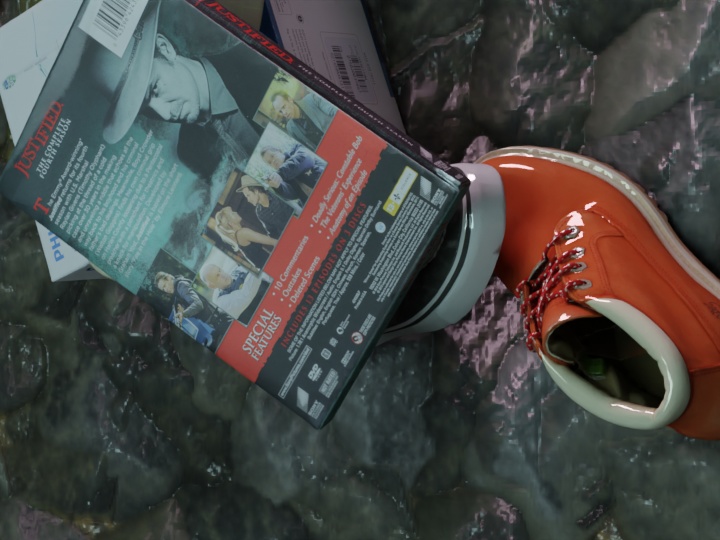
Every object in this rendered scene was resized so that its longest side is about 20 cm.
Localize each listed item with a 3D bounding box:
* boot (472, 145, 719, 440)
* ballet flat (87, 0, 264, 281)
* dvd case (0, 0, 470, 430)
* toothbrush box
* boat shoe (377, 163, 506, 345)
[{"bbox_3d":[0.100,0.006,0.991,0.200,0.107,0.075,40,117,34],"label":"boot"},{"bbox_3d":[-0.096,-0.086,1.064,0.069,0.069,0.201,23,107,36],"label":"ballet flat"},{"bbox_3d":[-0.063,-0.039,1.012,0.200,0.022,0.146,35,117,10],"label":"dvd case"},{"bbox_3d":[-0.091,-0.095,1.155,0.200,0.085,0.147,-26,76,35],"label":"toothbrush box"},{"bbox_3d":[0.000,0.000,1.054,0.200,0.064,0.071,-35,54,56],"label":"boat shoe"}]
